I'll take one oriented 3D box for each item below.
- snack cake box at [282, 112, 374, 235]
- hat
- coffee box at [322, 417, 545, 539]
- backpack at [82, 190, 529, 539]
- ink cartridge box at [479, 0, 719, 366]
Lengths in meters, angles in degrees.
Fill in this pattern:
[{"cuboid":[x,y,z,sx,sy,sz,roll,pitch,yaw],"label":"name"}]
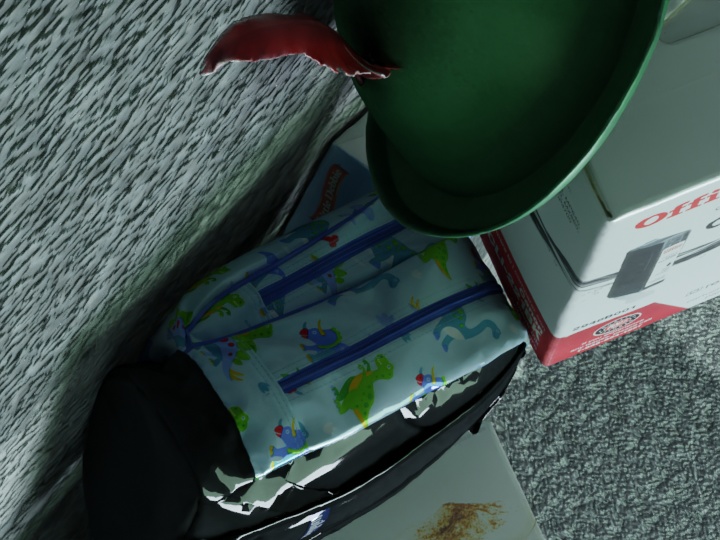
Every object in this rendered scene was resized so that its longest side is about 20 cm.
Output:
[{"cuboid":[0.000,0.000,1.185,0.115,0.067,0.201,-46,169,-49],"label":"snack cake box"},{"cuboid":[-0.003,-0.115,0.823,0.200,0.175,0.167,8,-102,58],"label":"hat"},{"cuboid":[-0.012,0.206,1.167,0.199,0.199,0.200,-24,180,-18],"label":"coffee box"},{"cuboid":[-0.021,0.050,1.023,0.199,0.155,0.163,-15,157,-22],"label":"backpack"},{"cuboid":[0.134,-0.048,0.971,0.143,0.084,0.200,-22,163,-9],"label":"ink cartridge box"}]
